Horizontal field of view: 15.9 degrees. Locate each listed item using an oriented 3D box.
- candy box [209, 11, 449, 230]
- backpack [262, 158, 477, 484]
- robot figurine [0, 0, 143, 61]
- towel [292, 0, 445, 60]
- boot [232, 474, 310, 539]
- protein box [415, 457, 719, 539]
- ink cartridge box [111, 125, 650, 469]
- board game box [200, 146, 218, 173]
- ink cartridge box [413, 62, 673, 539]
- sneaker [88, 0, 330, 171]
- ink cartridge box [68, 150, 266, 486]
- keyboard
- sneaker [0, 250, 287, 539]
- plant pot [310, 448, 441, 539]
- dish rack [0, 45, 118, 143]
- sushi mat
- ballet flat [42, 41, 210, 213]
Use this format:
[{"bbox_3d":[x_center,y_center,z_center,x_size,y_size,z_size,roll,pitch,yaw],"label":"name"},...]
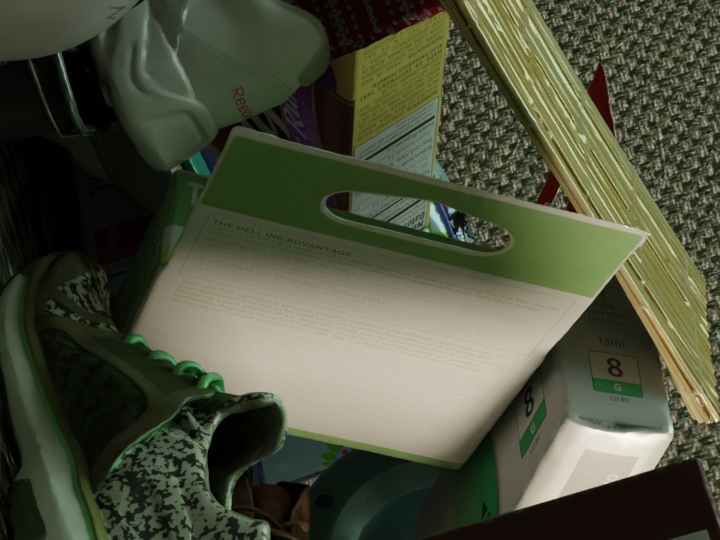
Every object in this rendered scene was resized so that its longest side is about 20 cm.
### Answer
[{"bbox_3d":[-0.021,-0.102,1.072,0.117,0.056,0.200,44,-29,26],"label":"candy box"},{"bbox_3d":[-0.031,0.000,1.291,0.147,0.182,0.201,-108,176,-71],"label":"backpack"},{"bbox_3d":[-0.084,-0.144,0.755,0.200,0.150,0.125,-54,130,-52],"label":"robot figurine"},{"bbox_3d":[-0.042,-0.145,0.974,0.200,0.022,0.145,-14,-78,57],"label":"towel"},{"bbox_3d":[-0.045,0.114,0.951,0.200,0.073,0.076,-158,-93,-82],"label":"boot"},{"bbox_3d":[0.025,0.178,0.739,0.199,0.199,0.135,73,1,-61],"label":"protein box"},{"bbox_3d":[0.000,0.000,0.902,0.200,0.145,0.048,121,-21,-56],"label":"ink cartridge box"},{"bbox_3d":[-0.072,-0.031,1.144,0.158,0.039,0.200,45,-24,26],"label":"board game box"},{"bbox_3d":[0.063,0.037,1.018,0.201,0.050,0.161,-97,-159,-43],"label":"ink cartridge box"},{"bbox_3d":[-0.059,-0.134,0.921,0.078,0.099,0.201,69,3,-68],"label":"sneaker"},{"bbox_3d":[-0.074,0.043,1.082,0.120,0.042,0.201,-105,-179,-53],"label":"ink cartridge box"},{"bbox_3d":[-0.116,0.005,1.046,0.127,0.021,0.200,72,3,-48],"label":"keyboard"},{"bbox_3d":[-0.066,0.057,0.839,0.200,0.088,0.077,-107,180,-54],"label":"sneaker"},{"bbox_3d":[0.041,0.177,1.130,0.188,0.199,0.201,85,-8,-47],"label":"plant pot"},{"bbox_3d":[-0.140,-0.137,0.885,0.153,0.054,0.201,-110,-176,-86],"label":"dish rack"},{"bbox_3d":[0.077,-0.045,0.915,0.200,0.012,0.096,56,22,-26],"label":"sushi mat"},{"bbox_3d":[-0.115,-0.089,1.012,0.201,0.063,0.067,66,4,17],"label":"ballet flat"}]
